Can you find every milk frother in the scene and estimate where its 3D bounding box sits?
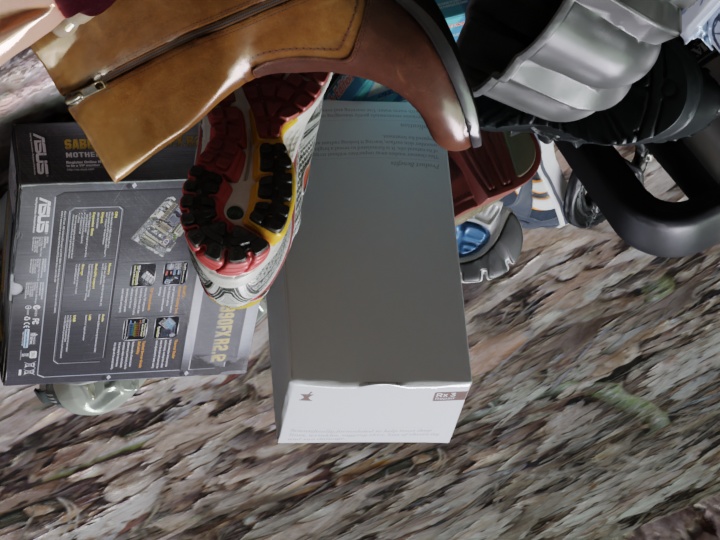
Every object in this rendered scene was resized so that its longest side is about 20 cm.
[{"bbox_3d":[0.237,-0.069,1.976,0.180,0.188,0.200,-34,149,-3],"label":"milk frother"}]

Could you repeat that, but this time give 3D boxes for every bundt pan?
[{"bbox_3d":[0.136,-0.167,1.583,0.202,0.076,0.202,-53,-163,24],"label":"bundt pan"}]

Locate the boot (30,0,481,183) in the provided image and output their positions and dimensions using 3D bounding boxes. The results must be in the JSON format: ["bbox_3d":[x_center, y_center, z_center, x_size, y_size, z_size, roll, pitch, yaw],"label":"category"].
[{"bbox_3d":[-0.053,-0.101,1.523,0.199,0.189,0.069,-31,-155,9],"label":"boot"}]

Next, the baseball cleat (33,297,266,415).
[{"bbox_3d":[-0.146,0.033,2.017,0.200,0.070,0.106,-31,-162,-28],"label":"baseball cleat"}]

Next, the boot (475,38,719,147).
[{"bbox_3d":[0.167,-0.108,1.751,0.198,0.074,0.162,1,179,44],"label":"boot"}]

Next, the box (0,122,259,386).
[{"bbox_3d":[-0.136,-0.010,1.721,0.158,0.049,0.200,-3,143,-13],"label":"box"}]

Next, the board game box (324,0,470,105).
[{"bbox_3d":[0.038,-0.134,1.794,0.150,0.047,0.200,-17,161,-33],"label":"board game box"}]

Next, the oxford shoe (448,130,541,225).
[{"bbox_3d":[0.024,-0.040,1.856,0.199,0.071,0.075,-18,167,-28],"label":"oxford shoe"}]

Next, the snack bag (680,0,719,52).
[{"bbox_3d":[0.233,-0.183,1.688,0.021,0.200,0.189,-31,169,-29],"label":"snack bag"}]

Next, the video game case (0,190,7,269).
[{"bbox_3d":[-0.176,-0.019,1.852,0.199,0.023,0.182,-14,160,-37],"label":"video game case"}]

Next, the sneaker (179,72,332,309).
[{"bbox_3d":[-0.063,-0.068,1.615,0.077,0.201,0.082,11,146,5],"label":"sneaker"}]

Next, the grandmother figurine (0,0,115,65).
[{"bbox_3d":[-0.154,-0.143,1.430,0.199,0.061,0.121,-25,173,2],"label":"grandmother figurine"}]

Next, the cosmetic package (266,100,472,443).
[{"bbox_3d":[0.000,0.000,1.716,0.112,0.201,0.081,2,151,-9],"label":"cosmetic package"}]

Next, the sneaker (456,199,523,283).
[{"bbox_3d":[0.010,-0.027,1.961,0.199,0.075,0.087,6,-171,-1],"label":"sneaker"}]

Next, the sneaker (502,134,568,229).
[{"bbox_3d":[0.100,-0.075,2.037,0.079,0.079,0.200,-32,154,0],"label":"sneaker"}]

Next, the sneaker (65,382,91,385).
[{"bbox_3d":[-0.112,0.012,1.879,0.200,0.074,0.115,-38,158,29],"label":"sneaker"}]
